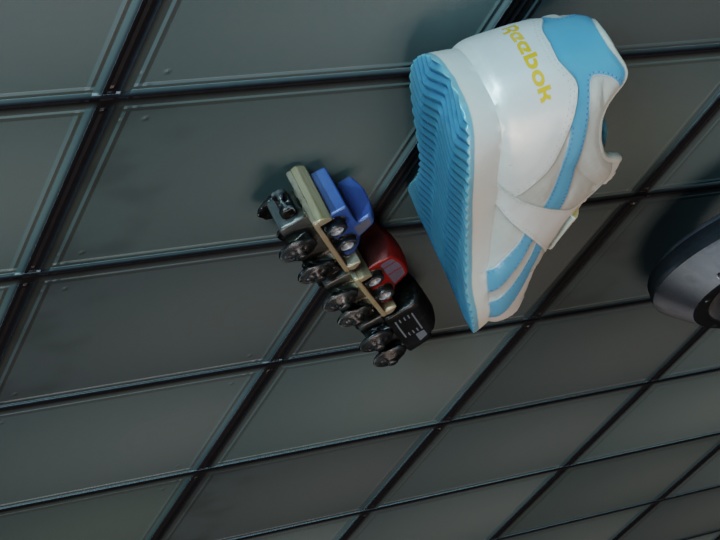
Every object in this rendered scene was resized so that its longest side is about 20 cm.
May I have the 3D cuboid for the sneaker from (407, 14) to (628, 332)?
[{"bbox_3d":[0.068,-0.036,0.799,0.081,0.077,0.200,-21,158,-10],"label":"sneaker"}]

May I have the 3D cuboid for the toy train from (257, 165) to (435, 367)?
[{"bbox_3d":[0.000,0.000,0.861,0.046,0.034,0.200,-29,156,4],"label":"toy train"}]

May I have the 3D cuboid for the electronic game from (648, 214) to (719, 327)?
[{"bbox_3d":[0.255,-0.019,1.018,0.199,0.042,0.200,-15,161,-5],"label":"electronic game"}]
